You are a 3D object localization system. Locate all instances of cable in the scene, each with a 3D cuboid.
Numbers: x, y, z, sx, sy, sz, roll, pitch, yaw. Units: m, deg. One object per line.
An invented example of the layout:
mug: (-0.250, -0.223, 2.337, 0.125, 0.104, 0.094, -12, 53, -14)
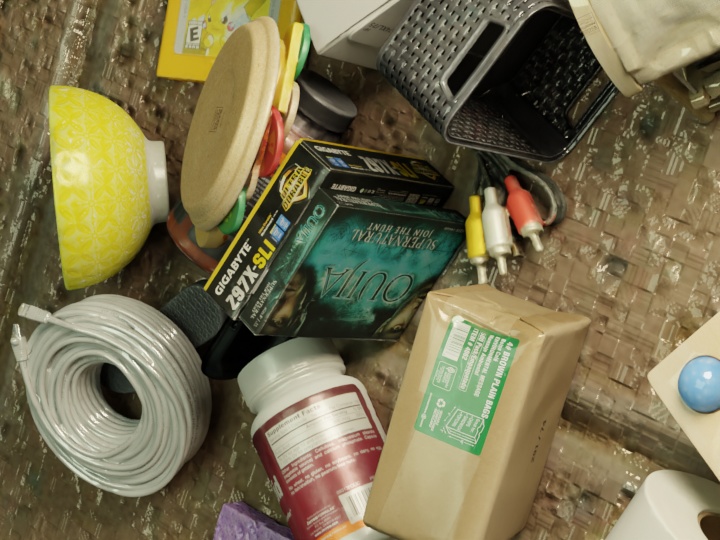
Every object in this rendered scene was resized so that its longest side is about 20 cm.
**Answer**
cable: (0.112, -0.092, 1.423, 0.097, 0.050, 0.200, -30, 71, 32)
cable: (-0.242, 0.123, 1.621, 0.200, 0.069, 0.200, 5, 112, 26)

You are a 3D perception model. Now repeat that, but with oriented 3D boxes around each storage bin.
storage bin: (0.125, -0.175, 1.326, 0.094, 0.200, 0.135, 48, 114, 27)

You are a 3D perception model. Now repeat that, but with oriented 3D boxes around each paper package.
paper package: (0.096, 0.121, 1.330, 0.103, 0.191, 0.200, 19, 98, 17)

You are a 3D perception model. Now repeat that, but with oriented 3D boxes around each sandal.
sandal: (-0.199, 0.068, 1.644, 0.200, 0.043, 0.076, -23, 95, 33)

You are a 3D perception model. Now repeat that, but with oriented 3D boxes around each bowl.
bowl: (-0.246, -0.085, 1.623, 0.107, 0.200, 0.201, -5, 82, -7)

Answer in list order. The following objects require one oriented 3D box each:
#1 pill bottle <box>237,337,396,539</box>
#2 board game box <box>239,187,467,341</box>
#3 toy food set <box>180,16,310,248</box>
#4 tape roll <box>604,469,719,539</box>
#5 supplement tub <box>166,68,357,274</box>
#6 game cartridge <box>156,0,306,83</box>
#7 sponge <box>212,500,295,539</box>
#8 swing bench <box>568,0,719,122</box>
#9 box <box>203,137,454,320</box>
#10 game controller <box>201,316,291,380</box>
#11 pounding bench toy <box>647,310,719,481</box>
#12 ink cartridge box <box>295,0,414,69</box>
pill bottle: (-0.030, 0.166, 1.471, 0.114, 0.114, 0.200, -37, 67, 28)
board game box: (0.000, 0.000, 1.405, 0.028, 0.200, 0.135, 45, 113, 31)
toy food set: (-0.104, -0.122, 1.415, 0.198, 0.049, 0.200, -24, 52, 64)
tape roll: (0.259, 0.262, 1.205, 0.203, 0.203, 0.139, 41, 109, 30)
supplement tub: (-0.088, -0.091, 1.532, 0.200, 0.107, 0.107, -51, 61, 21)
game cartridge: (-0.118, -0.280, 1.612, 0.176, 0.032, 0.201, 10, 94, 36)
sponge: (-0.065, 0.306, 1.540, 0.200, 0.030, 0.112, 22, 100, 34)
swing bench: (0.285, -0.213, 1.214, 0.199, 0.200, 0.130, -22, 75, 33)
box: (-0.023, -0.030, 1.425, 0.049, 0.200, 0.160, 45, 113, 27)
game controller: (-0.075, 0.021, 1.518, 0.042, 0.104, 0.200, 44, 111, 32)
pounding bench toy: (0.332, 0.118, 1.187, 0.124, 0.156, 0.200, -45, 64, 25)
ink cartridge box: (0.021, -0.298, 1.443, 0.146, 0.147, 0.200, -31, 71, 30)
